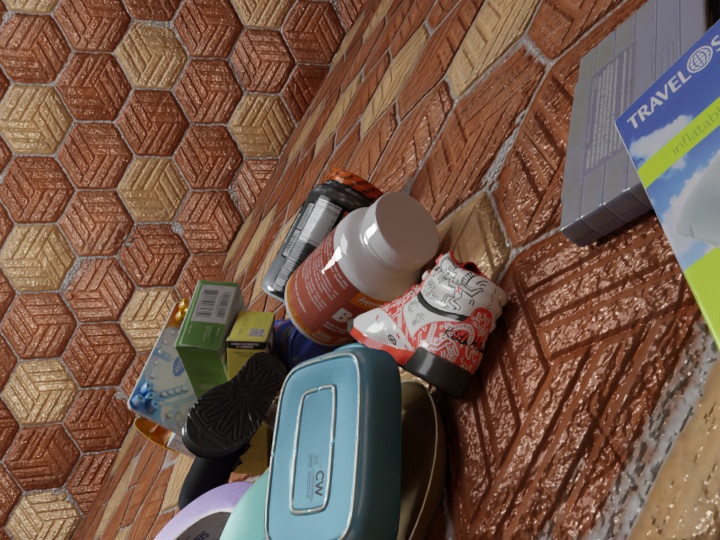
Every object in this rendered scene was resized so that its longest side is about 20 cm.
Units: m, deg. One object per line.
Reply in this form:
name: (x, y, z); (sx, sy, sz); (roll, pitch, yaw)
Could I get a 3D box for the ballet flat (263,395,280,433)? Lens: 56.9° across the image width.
ballet flat: (-0.080, 0.177, 0.786); (0.073, 0.071, 0.200); (-62, 16, -6)

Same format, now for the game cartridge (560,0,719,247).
game cartridge: (0.208, -0.123, 0.489); (0.130, 0.038, 0.202); (-44, 23, 54)

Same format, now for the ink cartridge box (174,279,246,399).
ink cartridge box: (-0.184, 0.117, 0.888); (0.202, 0.058, 0.105); (88, -171, -50)

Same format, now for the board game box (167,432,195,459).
board game box: (-0.242, 0.219, 1.141); (0.103, 0.104, 0.201); (-52, 17, 27)

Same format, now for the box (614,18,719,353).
box: (0.200, -0.058, 0.314); (0.122, 0.047, 0.202); (-47, 33, 38)

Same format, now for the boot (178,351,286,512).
boot: (-0.166, 0.204, 0.738); (0.201, 0.065, 0.165); (-56, -9, 30)

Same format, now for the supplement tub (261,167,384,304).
supplement tub: (-0.046, -0.034, 0.942); (0.202, 0.121, 0.122); (-62, 16, -7)

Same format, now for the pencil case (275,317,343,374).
pencil case: (-0.089, 0.110, 0.913); (0.077, 0.088, 0.199); (-27, 5, -22)

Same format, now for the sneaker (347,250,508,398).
sneaker: (0.059, 0.039, 0.607); (0.109, 0.067, 0.201); (-61, 20, -5)

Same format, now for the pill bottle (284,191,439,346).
pill bottle: (0.000, 0.000, 0.765); (0.200, 0.111, 0.113); (-43, 24, 47)

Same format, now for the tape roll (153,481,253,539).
tape roll: (-0.143, 0.309, 0.637); (0.198, 0.066, 0.201); (-30, 27, 17)

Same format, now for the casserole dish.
casserole dish: (-0.026, 0.144, 0.524); (0.120, 0.039, 0.203); (-20, 52, 32)

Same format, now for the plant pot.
plant pot: (0.014, 0.190, 0.558); (0.201, 0.027, 0.201); (-54, 17, 25)

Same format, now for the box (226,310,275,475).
box: (-0.136, 0.158, 0.846); (0.076, 0.049, 0.203); (-83, -3, -66)

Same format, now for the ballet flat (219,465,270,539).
ballet flat: (-0.048, 0.187, 0.590); (0.068, 0.063, 0.201); (30, 84, 49)

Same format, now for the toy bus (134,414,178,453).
toy bus: (-0.373, 0.273, 1.444); (0.202, 0.134, 0.192); (-60, 0, -7)

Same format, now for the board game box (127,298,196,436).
board game box: (-0.221, 0.164, 0.997); (0.026, 0.199, 0.202); (-41, 24, 37)
